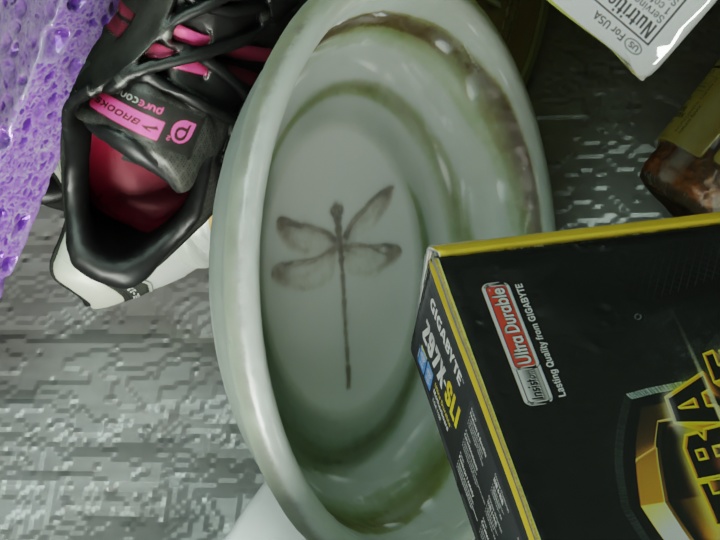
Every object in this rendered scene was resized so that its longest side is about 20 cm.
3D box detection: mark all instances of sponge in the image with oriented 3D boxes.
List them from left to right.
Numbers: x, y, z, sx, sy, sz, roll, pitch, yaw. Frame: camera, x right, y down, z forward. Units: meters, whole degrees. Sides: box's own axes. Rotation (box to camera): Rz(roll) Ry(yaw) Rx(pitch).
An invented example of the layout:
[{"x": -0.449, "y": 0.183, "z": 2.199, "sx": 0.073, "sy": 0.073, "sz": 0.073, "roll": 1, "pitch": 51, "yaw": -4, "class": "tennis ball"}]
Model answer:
[{"x": -0.141, "y": -0.081, "z": 0.837, "sx": 0.112, "sy": 0.030, "sz": 0.200, "roll": 32, "pitch": 101, "yaw": 48, "class": "sponge"}]

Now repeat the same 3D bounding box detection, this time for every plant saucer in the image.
[{"x": 0.000, "y": 0.000, "z": 0.732, "sx": 0.050, "sy": 0.200, "sz": 0.200, "roll": 0, "pitch": 62, "yaw": 32, "class": "plant saucer"}]

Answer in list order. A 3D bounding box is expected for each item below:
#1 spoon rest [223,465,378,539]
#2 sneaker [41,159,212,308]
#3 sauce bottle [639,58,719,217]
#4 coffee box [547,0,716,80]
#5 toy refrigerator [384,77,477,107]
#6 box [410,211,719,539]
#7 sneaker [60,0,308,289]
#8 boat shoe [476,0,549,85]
[{"x": -0.044, "y": 0.140, "z": 0.748, "sx": 0.099, "sy": 0.061, "sz": 0.200, "roll": 18, "pitch": 69, "yaw": 22, "class": "spoon rest"}, {"x": -0.115, "y": -0.073, "z": 0.868, "sx": 0.088, "sy": 0.076, "sz": 0.200, "roll": -32, "pitch": 55, "yaw": 6, "class": "sneaker"}, {"x": 0.182, "y": -0.092, "z": 0.786, "sx": 0.066, "sy": 0.066, "sz": 0.200, "roll": 40, "pitch": 91, "yaw": 28, "class": "sauce bottle"}, {"x": 0.093, "y": -0.214, "z": 0.683, "sx": 0.200, "sy": 0.200, "sz": 0.198, "roll": 40, "pitch": 120, "yaw": 3, "class": "coffee box"}, {"x": -0.037, "y": -0.113, "z": 0.849, "sx": 0.076, "sy": 0.070, "sz": 0.200, "roll": -4, "pitch": 49, "yaw": -34, "class": "toy refrigerator"}, {"x": 0.116, "y": 0.070, "z": 0.596, "sx": 0.160, "sy": 0.049, "sz": 0.200, "roll": -5, "pitch": 48, "yaw": -14, "class": "box"}, {"x": -0.051, "y": -0.072, "z": 0.720, "sx": 0.077, "sy": 0.200, "sz": 0.084, "roll": 17, "pitch": 39, "yaw": -2, "class": "sneaker"}, {"x": 0.039, "y": -0.151, "z": 0.865, "sx": 0.073, "sy": 0.063, "sz": 0.201, "roll": 6, "pitch": 74, "yaw": 17, "class": "boat shoe"}]
